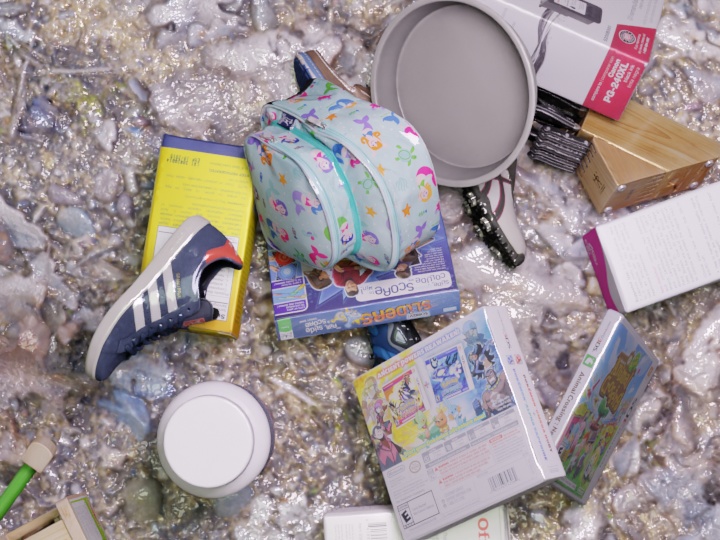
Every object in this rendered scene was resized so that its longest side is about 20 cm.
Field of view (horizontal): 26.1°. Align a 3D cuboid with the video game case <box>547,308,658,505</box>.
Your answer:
[{"bbox_3d":[0.249,0.149,1.634,0.022,0.200,0.183,26,84,27],"label":"video game case"}]

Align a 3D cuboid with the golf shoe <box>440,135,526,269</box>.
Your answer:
[{"bbox_3d":[0.147,-0.103,1.711,0.087,0.077,0.202,-25,86,-9],"label":"golf shoe"}]

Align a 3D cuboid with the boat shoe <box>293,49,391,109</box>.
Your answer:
[{"bbox_3d":[0.002,-0.168,1.720,0.072,0.072,0.201,-35,90,-15],"label":"boat shoe"}]

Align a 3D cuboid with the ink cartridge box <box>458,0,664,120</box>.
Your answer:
[{"bbox_3d":[0.216,-0.268,1.686,0.198,0.084,0.146,24,42,0],"label":"ink cartridge box"}]

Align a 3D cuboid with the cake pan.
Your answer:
[{"bbox_3d":[0.102,-0.190,1.632,0.198,0.037,0.203,10,109,32],"label":"cake pan"}]

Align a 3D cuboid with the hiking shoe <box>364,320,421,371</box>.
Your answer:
[{"bbox_3d":[0.035,0.111,1.691,0.086,0.074,0.201,-31,79,8],"label":"hiking shoe"}]

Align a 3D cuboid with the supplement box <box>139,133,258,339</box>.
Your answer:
[{"bbox_3d":[-0.172,-0.034,1.680,0.107,0.110,0.203,9,85,1],"label":"supplement box"}]

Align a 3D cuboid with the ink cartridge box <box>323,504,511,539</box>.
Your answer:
[{"bbox_3d":[0.063,0.324,1.668,0.197,0.085,0.148,-4,85,0],"label":"ink cartridge box"}]

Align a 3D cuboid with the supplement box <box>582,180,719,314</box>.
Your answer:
[{"bbox_3d":[0.356,-0.029,1.694,0.198,0.101,0.104,-21,86,-3],"label":"supplement box"}]

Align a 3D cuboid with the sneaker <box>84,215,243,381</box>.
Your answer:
[{"bbox_3d":[-0.196,0.043,1.580,0.084,0.075,0.201,37,86,7],"label":"sneaker"}]

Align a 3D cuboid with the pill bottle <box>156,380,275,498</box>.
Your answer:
[{"bbox_3d":[-0.150,0.175,1.618,0.118,0.200,0.121,0,85,-2],"label":"pill bottle"}]

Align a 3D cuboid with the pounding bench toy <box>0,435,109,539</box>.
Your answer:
[{"bbox_3d":[-0.358,0.296,1.641,0.155,0.124,0.202,-27,86,-3],"label":"pounding bench toy"}]

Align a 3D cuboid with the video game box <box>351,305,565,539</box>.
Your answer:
[{"bbox_3d":[0.095,0.158,1.577,0.199,0.047,0.184,-31,72,38],"label":"video game box"}]

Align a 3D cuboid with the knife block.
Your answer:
[{"bbox_3d":[0.276,-0.160,1.716,0.198,0.064,0.177,-15,68,-20],"label":"knife block"}]

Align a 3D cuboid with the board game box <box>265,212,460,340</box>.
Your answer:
[{"bbox_3d":[0.000,0.000,1.679,0.197,0.035,0.136,-9,47,-1],"label":"board game box"}]

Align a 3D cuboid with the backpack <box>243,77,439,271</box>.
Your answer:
[{"bbox_3d":[-0.017,-0.090,1.605,0.199,0.179,0.150,22,46,37],"label":"backpack"}]
